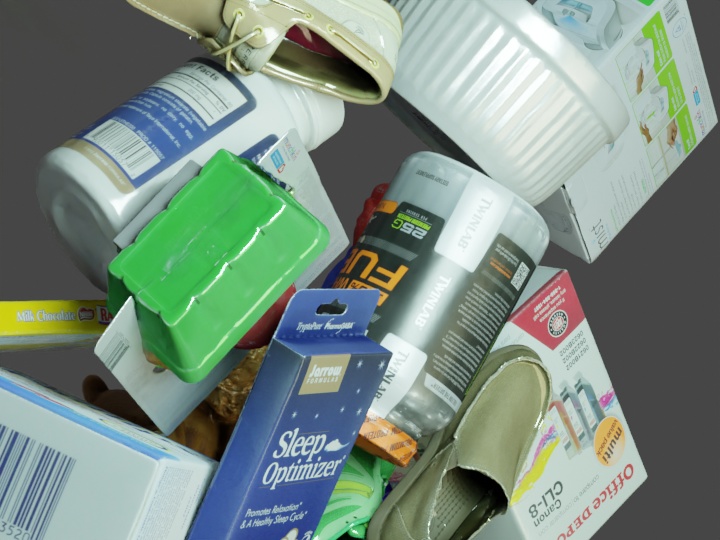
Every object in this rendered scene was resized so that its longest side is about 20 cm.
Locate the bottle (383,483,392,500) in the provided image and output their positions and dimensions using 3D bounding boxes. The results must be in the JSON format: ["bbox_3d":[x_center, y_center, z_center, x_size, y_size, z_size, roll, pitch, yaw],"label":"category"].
[{"bbox_3d":[0.000,0.187,1.829,0.083,0.065,0.202,-23,96,-20],"label":"bottle"}]

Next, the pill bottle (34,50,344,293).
[{"bbox_3d":[-0.110,-0.077,1.509,0.199,0.111,0.112,-36,142,-27],"label":"pill bottle"}]

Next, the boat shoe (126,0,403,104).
[{"bbox_3d":[-0.063,-0.160,1.457,0.198,0.067,0.074,14,146,-18],"label":"boat shoe"}]

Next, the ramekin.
[{"bbox_3d":[0.088,-0.134,1.634,0.105,0.200,0.200,-49,147,-2],"label":"ramekin"}]

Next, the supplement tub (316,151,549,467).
[{"bbox_3d":[0.039,0.029,1.595,0.201,0.122,0.123,-61,148,-9],"label":"supplement tub"}]

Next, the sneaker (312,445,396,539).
[{"bbox_3d":[-0.010,0.177,1.639,0.200,0.083,0.074,-52,146,-24],"label":"sneaker"}]

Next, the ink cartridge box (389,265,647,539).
[{"bbox_3d":[0.104,0.117,1.762,0.145,0.144,0.201,-40,118,-32],"label":"ink cartridge box"}]

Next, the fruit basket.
[{"bbox_3d":[-0.089,0.009,1.453,0.185,0.094,0.200,-47,165,-8],"label":"fruit basket"}]

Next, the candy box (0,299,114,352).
[{"bbox_3d":[-0.217,0.037,1.490,0.199,0.102,0.027,0,78,-52],"label":"candy box"}]

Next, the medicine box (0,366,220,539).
[{"bbox_3d":[-0.198,0.136,1.456,0.200,0.181,0.104,34,79,-78],"label":"medicine box"}]

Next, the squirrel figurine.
[{"bbox_3d":[-0.119,0.116,1.663,0.186,0.141,0.201,33,94,-45],"label":"squirrel figurine"}]

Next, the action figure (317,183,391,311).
[{"bbox_3d":[0.000,0.000,1.777,0.201,0.052,0.065,-56,142,-4],"label":"action figure"}]

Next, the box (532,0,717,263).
[{"bbox_3d":[0.194,-0.136,1.858,0.177,0.096,0.200,-47,146,-12],"label":"box"}]

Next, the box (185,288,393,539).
[{"bbox_3d":[-0.042,0.108,1.480,0.121,0.032,0.201,0,115,-61],"label":"box"}]

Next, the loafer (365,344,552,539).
[{"bbox_3d":[0.084,0.141,1.611,0.076,0.067,0.201,47,67,-31],"label":"loafer"}]
